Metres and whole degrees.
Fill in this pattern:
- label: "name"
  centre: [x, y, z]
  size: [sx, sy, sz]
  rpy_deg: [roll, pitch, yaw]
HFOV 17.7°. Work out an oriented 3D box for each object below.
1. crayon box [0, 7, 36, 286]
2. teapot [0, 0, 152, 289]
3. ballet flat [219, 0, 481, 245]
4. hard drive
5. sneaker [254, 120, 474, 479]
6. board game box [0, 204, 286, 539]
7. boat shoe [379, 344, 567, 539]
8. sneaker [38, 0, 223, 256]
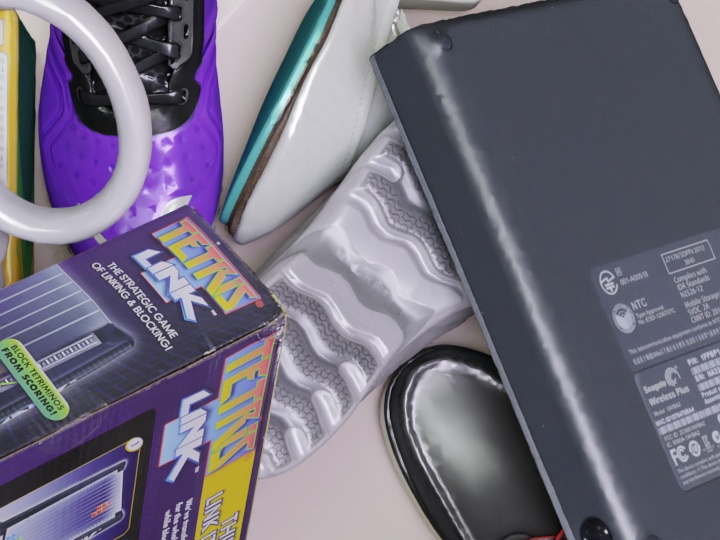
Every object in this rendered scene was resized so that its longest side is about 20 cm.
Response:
- label: "crayon box"
  centre: [-0.181, 0.011, 0.827]
  size: [0.125, 0.052, 0.201]
  rpy_deg: [-1, 81, 0]
- label: "teapot"
  centre: [-0.173, 0.010, 0.717]
  size: [0.146, 0.200, 0.198]
  rpy_deg: [35, 66, -12]
- label: "ballet flat"
  centre: [0.010, -0.096, 0.844]
  size: [0.069, 0.069, 0.201]
  rpy_deg: [19, 78, 2]
- label: "hard drive"
  centre: [0.096, 0.000, 0.807]
  size: [0.139, 0.033, 0.201]
  rpy_deg: [-16, 80, -42]
- label: "sneaker"
  centre: [0.000, 0.000, 0.823]
  size: [0.200, 0.082, 0.075]
  rpy_deg: [-37, 95, -26]
- label: "board game box"
  centre: [-0.112, 0.093, 0.704]
  size: [0.165, 0.201, 0.057]
  rpy_deg: [-27, 58, -32]
- label: "boat shoe"
  centre: [0.083, 0.104, 0.816]
  size: [0.074, 0.063, 0.202]
  rpy_deg: [-39, 83, -4]
- label: "sneaker"
  centre: [-0.084, -0.095, 0.819]
  size: [0.069, 0.100, 0.202]
  rpy_deg: [0, 81, 1]
